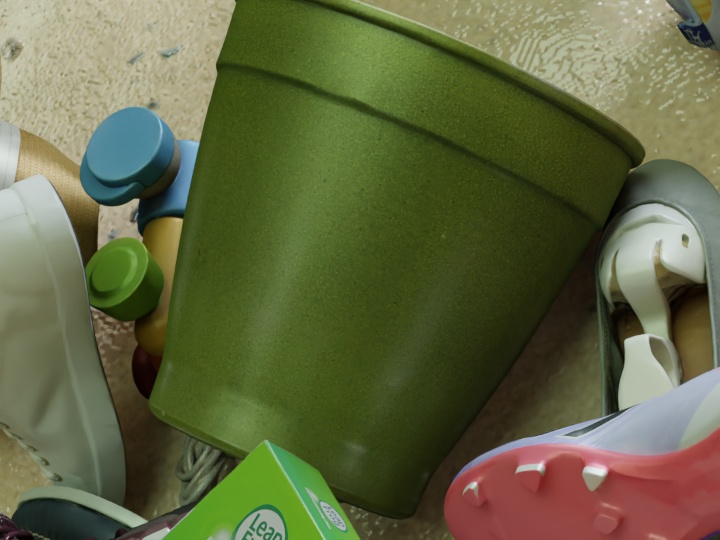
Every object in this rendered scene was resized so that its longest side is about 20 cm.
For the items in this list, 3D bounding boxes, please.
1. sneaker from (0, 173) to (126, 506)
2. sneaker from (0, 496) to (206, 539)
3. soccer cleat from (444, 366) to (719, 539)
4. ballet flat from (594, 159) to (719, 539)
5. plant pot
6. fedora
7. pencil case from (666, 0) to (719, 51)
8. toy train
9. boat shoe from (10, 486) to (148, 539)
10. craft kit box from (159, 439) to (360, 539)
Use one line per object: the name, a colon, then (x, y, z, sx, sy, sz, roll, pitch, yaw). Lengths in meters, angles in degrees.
sneaker: (-0.165, 0.049, 0.973, 0.084, 0.201, 0.073, -23, 40, -18)
sneaker: (-0.130, 0.122, 0.897, 0.199, 0.076, 0.116, -31, 52, -7)
soccer cleat: (0.124, 0.073, 0.810, 0.199, 0.067, 0.076, -22, 13, 34)
ballet flat: (0.131, 0.026, 0.895, 0.067, 0.064, 0.201, -14, 57, 24)
plant pot: (0.000, 0.000, 0.923, 0.199, 0.200, 0.194, 20, 87, 37)
fedora: (-0.178, -0.014, 1.062, 0.201, 0.081, 0.202, -169, 90, -76)
pencil case: (0.212, -0.192, 0.952, 0.199, 0.091, 0.083, -36, 51, 7)
toy train: (-0.092, 0.028, 0.994, 0.084, 0.116, 0.201, -12, 58, 25)
boat shoe: (-0.094, 0.159, 0.953, 0.199, 0.075, 0.062, 21, 64, 28)
craft kit box: (-0.053, 0.202, 0.780, 0.197, 0.048, 0.200, -42, 50, 7)
